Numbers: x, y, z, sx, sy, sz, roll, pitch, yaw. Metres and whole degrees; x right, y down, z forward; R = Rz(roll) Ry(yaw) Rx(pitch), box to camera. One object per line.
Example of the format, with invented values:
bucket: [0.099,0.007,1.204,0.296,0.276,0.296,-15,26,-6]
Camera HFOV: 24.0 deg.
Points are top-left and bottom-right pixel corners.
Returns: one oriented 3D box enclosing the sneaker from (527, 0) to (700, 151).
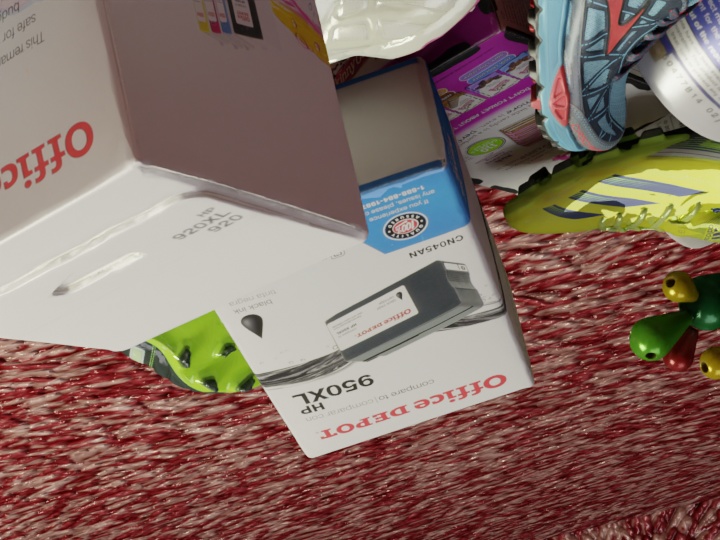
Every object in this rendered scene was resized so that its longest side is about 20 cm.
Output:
sneaker: [0.128,-0.128,0.805,0.095,0.080,0.201,6,142,14]

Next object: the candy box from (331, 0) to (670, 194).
candy box: [0.078,-0.110,0.967,0.136,0.061,0.199,-27,156,34]

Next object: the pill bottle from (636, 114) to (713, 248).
pill bottle: [0.269,-0.101,1.045,0.199,0.115,0.114,-25,158,30]

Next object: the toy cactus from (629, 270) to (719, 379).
toy cactus: [0.262,0.007,1.036,0.199,0.103,0.165,-34,-173,11]

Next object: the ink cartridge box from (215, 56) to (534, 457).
ink cartridge box: [0.000,0.000,0.918,0.144,0.085,0.200,-18,139,8]

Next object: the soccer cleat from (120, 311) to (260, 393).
soccer cleat: [-0.130,0.021,0.993,0.199,0.081,0.068,21,102,-40]

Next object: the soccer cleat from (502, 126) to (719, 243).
soccer cleat: [0.182,-0.046,0.978,0.199,0.084,0.065,-17,-171,10]

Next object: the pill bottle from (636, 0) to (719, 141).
pill bottle: [0.238,-0.158,0.849,0.119,0.121,0.200,3,156,-41]

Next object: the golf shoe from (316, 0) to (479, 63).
golf shoe: [-0.017,-0.138,0.805,0.199,0.076,0.091,-26,155,29]

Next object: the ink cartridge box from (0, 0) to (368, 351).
ink cartridge box: [-0.110,-0.088,0.676,0.147,0.201,0.144,-24,158,30]
